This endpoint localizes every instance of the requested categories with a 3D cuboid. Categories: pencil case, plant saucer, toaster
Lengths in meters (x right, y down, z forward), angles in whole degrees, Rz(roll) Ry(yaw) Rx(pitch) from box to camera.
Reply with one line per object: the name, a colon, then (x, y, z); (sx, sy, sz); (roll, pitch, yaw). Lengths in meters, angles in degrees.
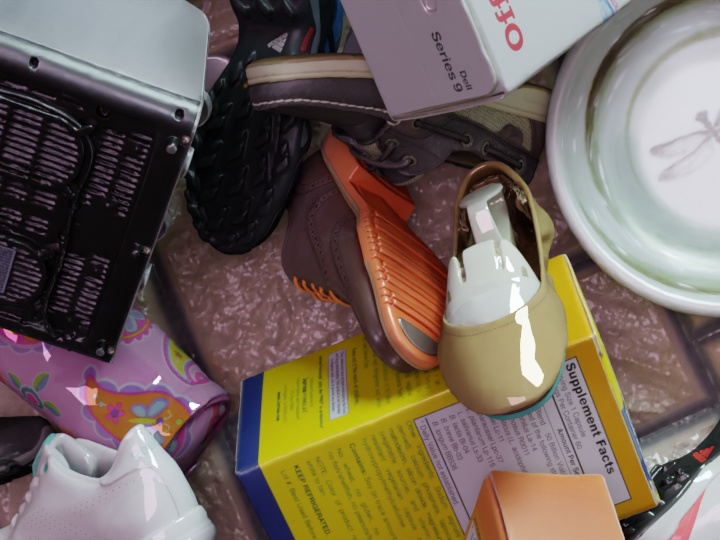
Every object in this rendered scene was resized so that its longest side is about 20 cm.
pencil case: (-0.171, 0.046, 0.951); (0.199, 0.087, 0.088); (37, 91, 12)
plant saucer: (0.204, -0.073, 0.912); (0.197, 0.050, 0.203); (-1, 84, 11)
toaster: (-0.189, -0.067, 0.859); (0.198, 0.119, 0.182); (18, 125, -9)

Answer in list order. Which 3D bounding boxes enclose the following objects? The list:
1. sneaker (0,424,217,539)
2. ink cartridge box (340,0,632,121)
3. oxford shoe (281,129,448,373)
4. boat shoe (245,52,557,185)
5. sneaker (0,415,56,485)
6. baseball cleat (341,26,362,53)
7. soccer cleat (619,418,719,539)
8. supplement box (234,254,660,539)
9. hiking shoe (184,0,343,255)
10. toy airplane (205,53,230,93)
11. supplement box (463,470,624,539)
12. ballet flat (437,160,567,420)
sneaker: (-0.167, 0.137, 0.908); (0.199, 0.075, 0.089); (-24, 93, 35)
ink cartridge box: (0.074, -0.187, 0.837); (0.087, 0.200, 0.147); (-9, 112, 46)
oxford shoe: (0.000, 0.000, 0.893); (0.073, 0.201, 0.071); (-43, 121, 17)
boat shoe: (0.027, -0.080, 0.890); (0.071, 0.199, 0.067); (6, 93, 54)
sneaker: (-0.278, 0.098, 0.966); (0.197, 0.075, 0.080); (-8, 80, 9)
baseball cleat: (0.029, -0.198, 0.956); (0.106, 0.070, 0.201); (33, 85, 25)
soccer cleat: (0.218, 0.116, 0.890); (0.199, 0.068, 0.073); (-38, 103, 0)
supplement box: (0.044, 0.091, 0.874); (0.198, 0.110, 0.110); (-21, 112, 7)
hiking shoe: (-0.044, -0.106, 0.941); (0.074, 0.086, 0.202); (17, 97, 24)
toy airplane: (-0.166, -0.153, 0.939); (0.197, 0.141, 0.203); (6, 85, 10)
supplement box: (0.076, 0.194, 0.835); (0.066, 0.201, 0.069); (3, 41, -14)
ballet flat: (0.065, 0.003, 0.820); (0.068, 0.200, 0.064); (-19, 113, 11)
